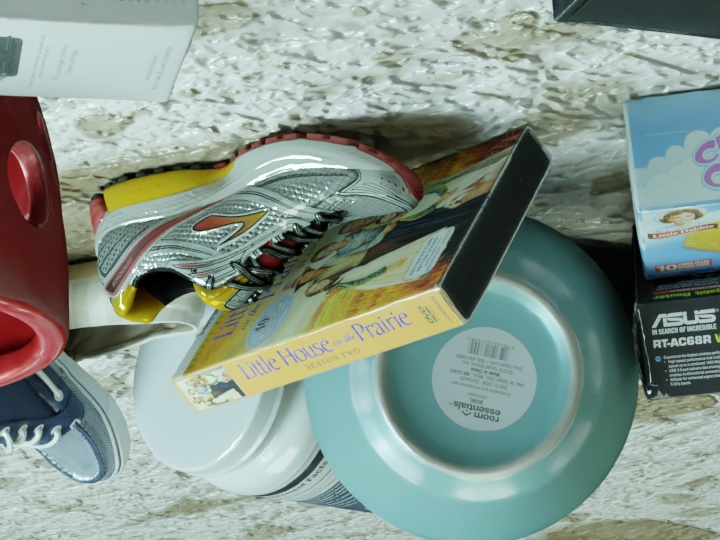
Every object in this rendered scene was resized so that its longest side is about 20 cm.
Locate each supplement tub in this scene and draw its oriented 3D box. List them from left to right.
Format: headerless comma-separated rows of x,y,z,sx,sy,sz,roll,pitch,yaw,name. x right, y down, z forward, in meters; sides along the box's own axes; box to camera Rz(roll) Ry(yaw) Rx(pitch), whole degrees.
-0.033,0.082,1.348,0.140,0.140,0.200,-21,155,39,supplement tub

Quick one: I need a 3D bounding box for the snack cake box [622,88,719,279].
0.248,-0.054,1.127,0.200,0.067,0.115,-7,162,8,snack cake box

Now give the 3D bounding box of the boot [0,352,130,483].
-0.214,0.086,1.268,0.073,0.090,0.200,-10,131,28,boot

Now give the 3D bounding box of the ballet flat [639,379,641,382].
0.144,0.036,1.394,0.200,0.070,0.069,10,156,-33,ballet flat

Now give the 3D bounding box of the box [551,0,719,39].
0.208,-0.152,0.863,0.200,0.048,0.193,4,157,-21,box

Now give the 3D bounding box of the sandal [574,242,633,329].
0.158,0.022,1.327,0.200,0.075,0.048,15,149,-25,sandal

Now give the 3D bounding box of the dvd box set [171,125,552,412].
0.000,0.000,1.138,0.200,0.146,0.029,-20,117,39,dvd box set

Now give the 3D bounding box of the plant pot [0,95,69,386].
-0.222,-0.049,0.855,0.200,0.183,0.200,-4,161,-1,plant pot

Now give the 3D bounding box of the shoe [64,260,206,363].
-0.180,0.029,1.295,0.200,0.053,0.070,-14,159,27,shoe

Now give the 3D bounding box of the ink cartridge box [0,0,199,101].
-0.163,-0.128,0.738,0.200,0.116,0.068,2,159,-16,ink cartridge box

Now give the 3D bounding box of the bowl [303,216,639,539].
0.064,0.059,1.180,0.201,0.201,0.105,-5,176,1,bowl

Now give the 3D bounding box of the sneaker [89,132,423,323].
-0.055,-0.019,1.138,0.200,0.082,0.078,-15,158,25,sneaker

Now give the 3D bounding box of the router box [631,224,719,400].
0.260,0.012,1.214,0.200,0.062,0.150,-7,-163,10,router box
